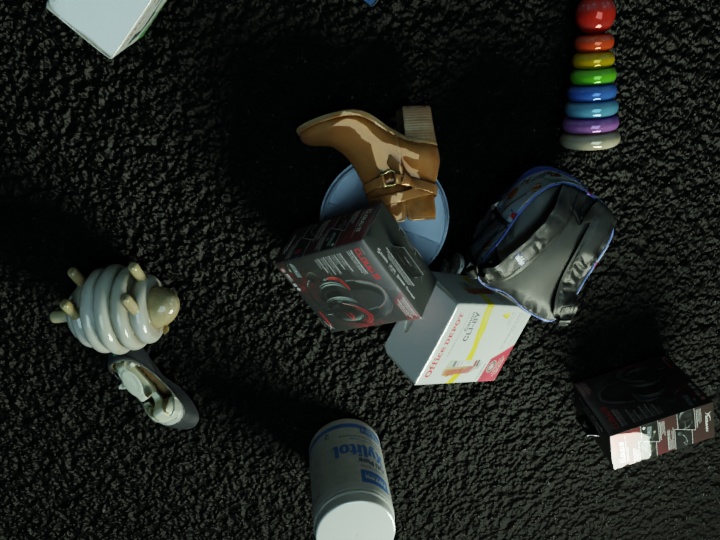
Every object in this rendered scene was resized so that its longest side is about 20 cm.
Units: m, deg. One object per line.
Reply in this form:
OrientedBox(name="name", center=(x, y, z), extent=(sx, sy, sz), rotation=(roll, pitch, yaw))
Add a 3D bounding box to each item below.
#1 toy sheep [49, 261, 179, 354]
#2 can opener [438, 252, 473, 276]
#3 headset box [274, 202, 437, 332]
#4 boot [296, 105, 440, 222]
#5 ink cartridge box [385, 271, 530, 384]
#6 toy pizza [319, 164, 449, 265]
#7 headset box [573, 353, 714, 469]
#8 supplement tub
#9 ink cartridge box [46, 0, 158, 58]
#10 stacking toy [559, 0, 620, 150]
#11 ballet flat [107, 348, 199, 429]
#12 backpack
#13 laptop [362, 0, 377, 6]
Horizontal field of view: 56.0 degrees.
OrientedBox(name="toy sheep", center=(-0.350, 0.054, 0.963), extent=(0.194, 0.139, 0.141), rotation=(-1, 116, 9))
OrientedBox(name="can opener", center=(0.124, 0.065, 1.077), extent=(0.065, 0.054, 0.203), rotation=(21, 111, -16))
OrientedBox(name="headset box", center=(0.000, 0.000, 0.940), extent=(0.197, 0.076, 0.149), rotation=(-12, 127, 41))
OrientedBox(name="boot", center=(0.013, -0.138, 0.932), extent=(0.194, 0.077, 0.160), rotation=(-5, 95, -7))
OrientedBox(name="ink cartridge box", center=(0.152, 0.090, 1.029), extent=(0.197, 0.083, 0.148), rotation=(6, 118, -43))
OrientedBox(name="toy pizza", center=(0.035, -0.075, 1.012), extent=(0.194, 0.032, 0.206), rotation=(-2, 112, -4))
OrientedBox(name="headset box", center=(0.468, 0.239, 1.151), extent=(0.195, 0.150, 0.079), rotation=(-17, 116, 1))
OrientedBox(name="supplement tub", center=(-0.018, 0.353, 1.104), extent=(0.128, 0.201, 0.135), rotation=(-3, 115, -7))
OrientedBox(name="ink cartridge box", center=(-0.257, -0.334, 0.761), extent=(0.082, 0.201, 0.147), rotation=(36, 106, -22))
OrientedBox(name="stacking toy", center=(0.321, -0.276, 0.943), extent=(0.083, 0.086, 0.206), rotation=(-7, 109, -4))
OrientedBox(name="ballet flat", center=(-0.327, 0.194, 1.061), extent=(0.072, 0.073, 0.202), rotation=(-29, 115, 6))
OrientedBox(name="backpack", center=(0.268, -0.048, 0.993), extent=(0.197, 0.156, 0.192), rotation=(26, 117, -25))
OrientedBox(name="laptop", center=(-0.003, -0.459, 0.789), extent=(0.199, 0.116, 0.188), rotation=(39, 103, -22))
